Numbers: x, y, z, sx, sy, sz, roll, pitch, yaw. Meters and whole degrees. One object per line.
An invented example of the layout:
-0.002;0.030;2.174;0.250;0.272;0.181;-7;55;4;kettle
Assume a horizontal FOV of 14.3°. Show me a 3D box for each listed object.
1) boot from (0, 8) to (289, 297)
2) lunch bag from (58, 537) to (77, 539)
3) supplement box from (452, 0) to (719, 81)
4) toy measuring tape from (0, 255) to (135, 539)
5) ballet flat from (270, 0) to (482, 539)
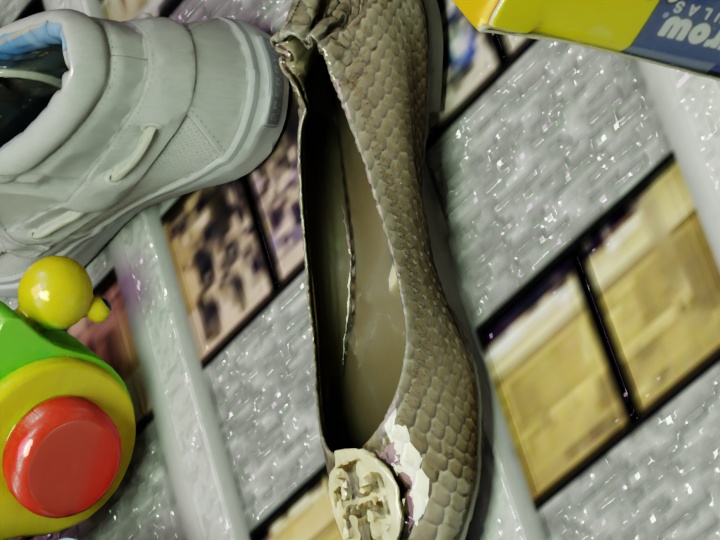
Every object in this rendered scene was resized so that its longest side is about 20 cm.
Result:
-0.119;-0.045;0.984;0.200;0.095;0.074;-27;63;46;boot
-0.135;0.173;0.909;0.199;0.122;0.171;1;102;16;lunch bag
0.050;-0.152;0.780;0.200;0.109;0.110;53;124;42;supplement box
-0.124;0.090;0.987;0.074;0.073;0.200;32;107;49;toy measuring tape
0.000;0.000;0.865;0.067;0.046;0.201;-19;69;49;ballet flat
